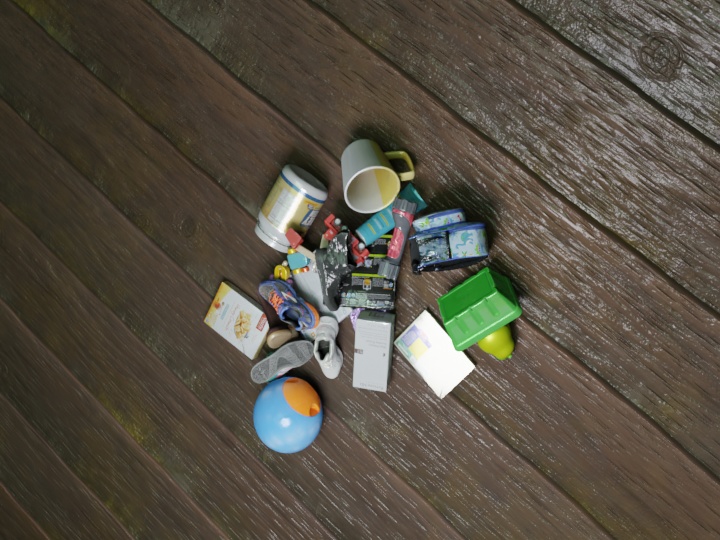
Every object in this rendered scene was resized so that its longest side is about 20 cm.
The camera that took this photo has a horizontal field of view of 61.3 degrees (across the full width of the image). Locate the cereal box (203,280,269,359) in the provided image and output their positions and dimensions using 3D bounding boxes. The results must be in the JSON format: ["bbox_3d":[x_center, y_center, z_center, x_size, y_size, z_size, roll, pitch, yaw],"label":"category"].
[{"bbox_3d":[-0.359,0.147,1.814,0.197,0.039,0.147,33,106,14],"label":"cereal box"}]

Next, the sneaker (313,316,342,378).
[{"bbox_3d":[-0.098,0.231,1.672,0.075,0.100,0.205,1,125,13],"label":"sneaker"}]

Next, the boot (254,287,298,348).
[{"bbox_3d":[-0.251,0.126,1.690,0.072,0.200,0.168,-37,81,7],"label":"boot"}]

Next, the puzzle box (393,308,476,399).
[{"bbox_3d":[0.198,0.222,1.630,0.133,0.025,0.201,-44,80,19],"label":"puzzle box"}]

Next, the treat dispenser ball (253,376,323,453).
[{"bbox_3d":[-0.202,0.403,1.699,0.194,0.200,0.208,2,96,19],"label":"treat dispenser ball"}]

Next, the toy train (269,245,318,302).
[{"bbox_3d":[-0.169,0.026,1.677,0.149,0.055,0.202,41,119,12],"label":"toy train"}]

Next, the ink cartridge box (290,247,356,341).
[{"bbox_3d":[-0.126,0.073,1.712,0.198,0.040,0.203,-36,81,32],"label":"ink cartridge box"}]

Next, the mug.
[{"bbox_3d":[0.029,-0.254,1.585,0.151,0.182,0.156,-54,38,36],"label":"mug"}]

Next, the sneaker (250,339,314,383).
[{"bbox_3d":[-0.212,0.258,1.737,0.195,0.121,0.086,-25,86,1],"label":"sneaker"}]

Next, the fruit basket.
[{"bbox_3d":[0.316,0.124,1.538,0.208,0.158,0.220,-4,131,-5],"label":"fruit basket"}]

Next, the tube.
[{"bbox_3d":[0.078,-0.142,1.599,0.198,0.050,0.078,-37,88,-10],"label":"tube"}]

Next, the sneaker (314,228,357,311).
[{"bbox_3d":[-0.053,0.003,1.536,0.101,0.060,0.206,-8,106,18],"label":"sneaker"}]

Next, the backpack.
[{"bbox_3d":[0.218,-0.076,1.510,0.193,0.183,0.152,-8,90,8],"label":"backpack"}]

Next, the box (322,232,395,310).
[{"bbox_3d":[0.000,0.000,1.622,0.193,0.048,0.200,2,81,4],"label":"box"}]

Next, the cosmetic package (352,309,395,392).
[{"bbox_3d":[0.036,0.216,1.638,0.098,0.074,0.207,6,109,12],"label":"cosmetic package"}]

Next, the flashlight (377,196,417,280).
[{"bbox_3d":[0.090,-0.081,1.554,0.066,0.068,0.206,17,94,5],"label":"flashlight"}]

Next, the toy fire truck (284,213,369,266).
[{"bbox_3d":[-0.086,-0.065,1.587,0.141,0.049,0.200,-45,82,-4],"label":"toy fire truck"}]

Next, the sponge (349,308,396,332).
[{"bbox_3d":[0.016,0.094,1.679,0.109,0.030,0.206,-20,89,21],"label":"sponge"}]

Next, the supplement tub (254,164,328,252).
[{"bbox_3d":[-0.192,-0.168,1.666,0.143,0.144,0.203,37,107,12],"label":"supplement tub"}]

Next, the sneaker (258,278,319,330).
[{"bbox_3d":[-0.201,0.092,1.634,0.197,0.078,0.077,33,116,19],"label":"sneaker"}]
